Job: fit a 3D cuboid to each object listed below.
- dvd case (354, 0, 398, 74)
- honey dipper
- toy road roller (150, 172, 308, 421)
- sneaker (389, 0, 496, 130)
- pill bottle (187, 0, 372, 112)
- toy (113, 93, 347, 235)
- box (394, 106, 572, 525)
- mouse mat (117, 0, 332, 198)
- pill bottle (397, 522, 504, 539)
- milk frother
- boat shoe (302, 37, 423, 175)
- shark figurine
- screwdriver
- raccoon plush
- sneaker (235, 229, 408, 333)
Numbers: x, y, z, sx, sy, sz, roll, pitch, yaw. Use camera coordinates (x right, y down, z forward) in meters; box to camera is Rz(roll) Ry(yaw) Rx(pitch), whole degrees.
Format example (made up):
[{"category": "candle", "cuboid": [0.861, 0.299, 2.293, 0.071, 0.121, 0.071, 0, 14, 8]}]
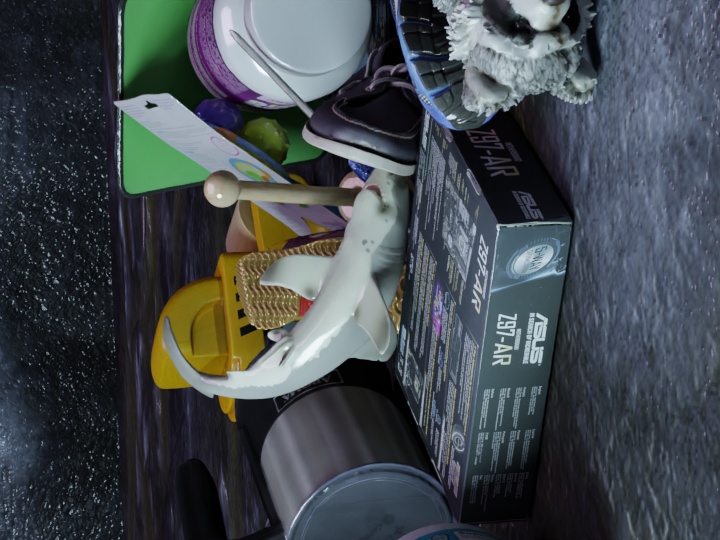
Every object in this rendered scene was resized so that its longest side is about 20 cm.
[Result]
[{"category": "dvd case", "cuboid": [0.008, -0.234, 1.392, 0.143, 0.017, 0.202, -167, 75, -76]}, {"category": "honey dipper", "cuboid": [-0.034, -0.048, 1.269, 0.038, 0.199, 0.038, 1, 91, 36]}, {"category": "toy road roller", "cuboid": [-0.103, 0.025, 1.636, 0.123, 0.145, 0.202, 116, 149, -63]}, {"category": "sneaker", "cuboid": [0.053, -0.145, 1.138, 0.201, 0.075, 0.079, -95, 2, -46]}, {"category": "pill bottle", "cuboid": [-0.054, -0.170, 1.385, 0.200, 0.111, 0.113, -176, 83, -77]}, {"category": "toy", "cuboid": [-0.074, -0.082, 1.445, 0.047, 0.200, 0.115, -57, 23, -15]}, {"category": "box", "cuboid": [0.066, 0.019, 1.141, 0.161, 0.043, 0.201, -114, 24, -56]}, {"category": "mouse mat", "cuboid": [-0.100, -0.145, 1.513, 0.008, 0.199, 0.162, 27, 121, 46]}, {"category": "pill bottle", "cuboid": [0.059, 0.203, 1.061, 0.200, 0.110, 0.112, -147, 55, -74]}, {"category": "milk frother", "cuboid": [-0.012, 0.178, 1.365, 0.200, 0.180, 0.188, 48, -172, -29]}, {"category": "boat shoe", "cuboid": [0.012, -0.105, 1.218, 0.200, 0.072, 0.063, -63, -7, -76]}, {"category": "shark figurine", "cuboid": [-0.025, 0.045, 1.247, 0.214, 0.089, 0.129, -40, 51, 21]}, {"category": "screwdriver", "cuboid": [-0.015, -0.086, 1.274, 0.200, 0.028, 0.029, 49, 153, 4]}, {"category": "raccoon plush", "cuboid": [0.072, -0.147, 1.035, 0.200, 0.096, 0.135, -89, -12, -86]}, {"category": "sneaker", "cuboid": [0.000, 0.000, 1.370, 0.199, 0.090, 0.076, 4, 109, 50]}]
